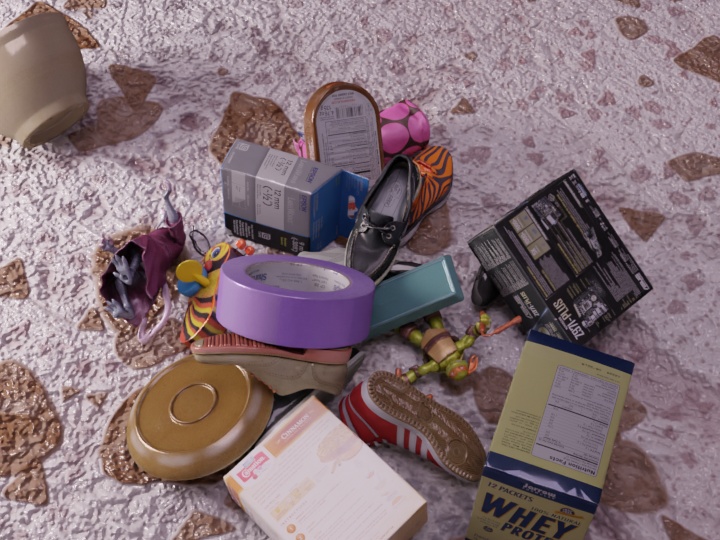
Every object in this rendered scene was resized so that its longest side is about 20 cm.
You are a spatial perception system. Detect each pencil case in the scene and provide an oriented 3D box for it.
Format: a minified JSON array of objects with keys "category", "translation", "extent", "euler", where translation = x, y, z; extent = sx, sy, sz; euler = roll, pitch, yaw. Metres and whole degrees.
[{"category":"pencil case","translation":[0.002,-0.194,1.852],"extent":[0.199,0.091,0.094],"euler":[-20,40,-20]}]

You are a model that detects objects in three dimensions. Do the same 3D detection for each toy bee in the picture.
[{"category":"toy bee","translation":[-0.195,0.005,1.661],"extent":[0.108,0.130,0.201],"euler":[-28,65,30]}]

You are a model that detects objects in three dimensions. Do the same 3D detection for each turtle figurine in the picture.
[{"category":"turtle figurine","translation":[0.109,0.091,1.649],"extent":[0.200,0.064,0.162],"euler":[-38,52,3]}]

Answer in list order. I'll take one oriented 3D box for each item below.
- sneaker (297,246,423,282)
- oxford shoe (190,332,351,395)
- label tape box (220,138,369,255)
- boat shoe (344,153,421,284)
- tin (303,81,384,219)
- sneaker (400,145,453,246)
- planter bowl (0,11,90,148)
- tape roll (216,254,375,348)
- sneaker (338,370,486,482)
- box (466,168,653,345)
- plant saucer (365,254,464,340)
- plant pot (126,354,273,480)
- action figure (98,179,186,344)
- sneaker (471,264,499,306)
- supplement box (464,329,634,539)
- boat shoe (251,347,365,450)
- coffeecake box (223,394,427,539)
[{"category":"sneaker","translation":[0.000,0.000,1.713],"extent":[0.198,0.074,0.080],"euler":[1,48,-2]},{"category":"oxford shoe","translation":[-0.112,0.120,1.522],"extent":[0.198,0.075,0.071],"euler":[6,14,-3]},{"category":"label tape box","translation":[-0.093,-0.090,1.728],"extent":[0.198,0.144,0.066],"euler":[18,54,10]},{"category":"boat shoe","translation":[0.030,-0.071,1.665],"extent":[0.074,0.066,0.200],"euler":[24,69,14]},{"category":"tin","translation":[-0.022,-0.171,1.776],"extent":[0.111,0.202,0.042],"euler":[-10,12,-17]},{"category":"sneaker","translation":[0.085,-0.132,1.790],"extent":[0.077,0.112,0.201],"euler":[22,55,13]},{"category":"planter bowl","translation":[-0.487,-0.267,1.825],"extent":[0.200,0.200,0.135],"euler":[-34,88,-25]},{"category":"tape roll","translation":[-0.083,0.037,1.572],"extent":[0.198,0.066,0.200],"euler":[8,15,-2]},{"category":"sneaker","translation":[0.062,0.210,1.572],"extent":[0.200,0.112,0.071],"euler":[39,52,-12]},{"category":"box","translation":[0.272,-0.007,1.676],"extent":[0.163,0.086,0.201],"euler":[-35,90,-26]},{"category":"plant saucer","translation":[0.038,0.043,1.653],"extent":[0.199,0.019,0.070],"euler":[-23,65,14]},{"category":"plant pot","translation":[-0.208,0.174,1.555],"extent":[0.198,0.028,0.201],"euler":[-12,45,12]},{"category":"action figure","translation":[-0.277,-0.022,1.692],"extent":[0.149,0.134,0.200],"euler":[48,30,-9]},{"category":"sneaker","translation":[0.227,-0.016,1.737],"extent":[0.079,0.076,0.200],"euler":[32,58,16]},{"category":"supplement box","translation":[0.225,0.222,1.479],"extent":[0.133,0.201,0.201],"euler":[17,53,10]},{"category":"boat shoe","translation":[-0.077,0.156,1.588],"extent":[0.060,0.076,0.200],"euler":[41,60,18]},{"category":"coffeecake box","translation":[-0.042,0.277,1.490],"extent":[0.153,0.073,0.200],"euler":[-41,65,-19]}]
